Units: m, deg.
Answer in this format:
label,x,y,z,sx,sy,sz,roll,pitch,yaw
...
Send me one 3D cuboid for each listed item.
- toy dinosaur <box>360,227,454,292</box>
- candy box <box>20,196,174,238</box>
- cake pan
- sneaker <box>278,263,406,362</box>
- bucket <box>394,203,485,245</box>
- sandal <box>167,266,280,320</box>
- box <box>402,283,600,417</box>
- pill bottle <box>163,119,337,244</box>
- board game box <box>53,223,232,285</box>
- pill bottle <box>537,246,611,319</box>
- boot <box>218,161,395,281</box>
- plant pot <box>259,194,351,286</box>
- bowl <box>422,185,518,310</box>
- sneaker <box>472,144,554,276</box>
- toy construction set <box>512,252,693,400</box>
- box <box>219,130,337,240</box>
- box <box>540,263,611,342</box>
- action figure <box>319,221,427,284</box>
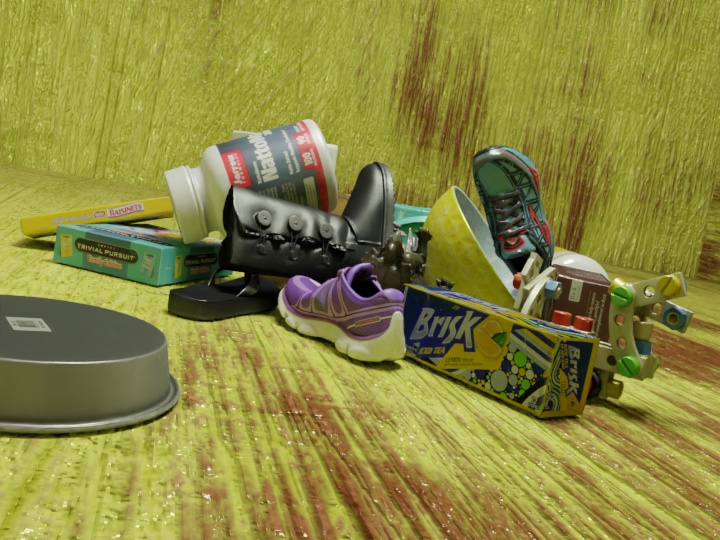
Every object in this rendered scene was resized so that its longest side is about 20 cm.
label,x,y,z,sx,sy,sz,roll,pitch,yaw
toy dinosaur,0.054,0.024,0.880,0.076,0.103,0.202,0,-45,34
candy box,-0.356,-0.072,1.107,0.195,0.027,0.102,-10,0,-15
cake pan,-0.212,0.052,0.517,0.195,0.038,0.200,10,7,-1
sneaker,-0.013,0.030,0.812,0.079,0.086,0.198,6,7,-36
bucket,0.091,-0.024,1.202,0.202,0.138,0.207,8,7,-1
sandal,-0.139,0.019,0.884,0.074,0.044,0.200,12,7,13
box,0.117,0.068,0.744,0.063,0.072,0.198,7,7,-39
pill bottle,-0.137,-0.105,1.004,0.196,0.122,0.119,-18,14,-13
board game box,-0.271,-0.025,1.045,0.148,0.048,0.200,12,6,16
pill bottle,0.300,0.029,1.177,0.110,0.116,0.200,10,6,-2
boot,-0.060,-0.066,0.926,0.195,0.168,0.066,7,-28,-18
plant pot,-0.073,-0.044,1.053,0.197,0.028,0.201,-27,21,11
bowl,0.131,0.006,1.035,0.107,0.203,0.200,-33,-5,15
sneaker,0.196,-0.060,0.997,0.078,0.202,0.096,-18,31,24
toy construction set,0.213,0.050,0.779,0.091,0.134,0.198,5,8,-38
box,-0.130,-0.103,1.243,0.105,0.205,0.151,2,10,-40
box,0.256,0.052,0.967,0.073,0.103,0.200,12,7,13
action figure,0.000,0.000,1.012,0.197,0.132,0.070,-2,-40,36
